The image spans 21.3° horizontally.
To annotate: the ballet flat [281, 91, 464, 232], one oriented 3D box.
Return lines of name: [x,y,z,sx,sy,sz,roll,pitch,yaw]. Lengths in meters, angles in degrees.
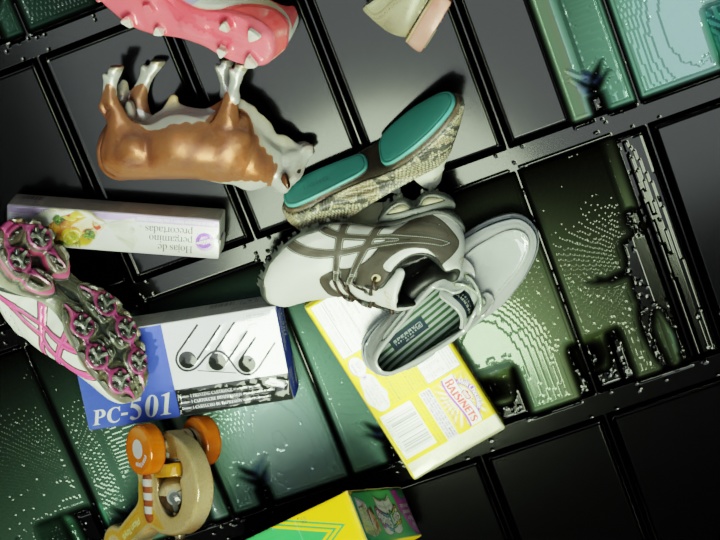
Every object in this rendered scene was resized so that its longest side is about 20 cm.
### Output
ballet flat: [0.024,-0.087,1.726,0.199,0.068,0.075,-31,124,18]

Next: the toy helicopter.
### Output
toy helicopter: [-0.188,0.233,1.798,0.200,0.079,0.133,-48,57,43]

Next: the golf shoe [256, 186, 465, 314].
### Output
golf shoe: [0.000,0.000,1.707,0.199,0.095,0.078,-23,141,16]

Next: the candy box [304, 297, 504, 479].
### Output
candy box: [0.042,0.088,1.790,0.102,0.026,0.201,-30,103,6]

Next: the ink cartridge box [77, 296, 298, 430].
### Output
ink cartridge box: [-0.164,0.086,1.795,0.199,0.044,0.095,-9,105,7]

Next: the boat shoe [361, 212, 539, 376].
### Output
boat shoe: [0.088,0.030,1.731,0.200,0.067,0.074,-45,103,2]

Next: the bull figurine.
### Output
bull figurine: [-0.142,-0.127,1.718,0.199,0.065,0.122,-1,104,3]

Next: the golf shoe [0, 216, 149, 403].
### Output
golf shoe: [-0.273,0.043,1.749,0.200,0.073,0.092,51,138,-8]

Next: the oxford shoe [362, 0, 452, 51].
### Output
oxford shoe: [0.068,-0.290,1.651,0.074,0.071,0.201,27,107,-2]

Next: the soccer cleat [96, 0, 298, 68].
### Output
soccer cleat: [-0.150,-0.239,1.691,0.199,0.077,0.067,25,129,14]

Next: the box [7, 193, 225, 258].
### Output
box: [-0.225,-0.041,1.762,0.199,0.041,0.039,4,109,2]

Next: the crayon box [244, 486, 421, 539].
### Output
crayon box: [-0.051,0.259,1.758,0.172,0.200,0.059,-28,79,11]
